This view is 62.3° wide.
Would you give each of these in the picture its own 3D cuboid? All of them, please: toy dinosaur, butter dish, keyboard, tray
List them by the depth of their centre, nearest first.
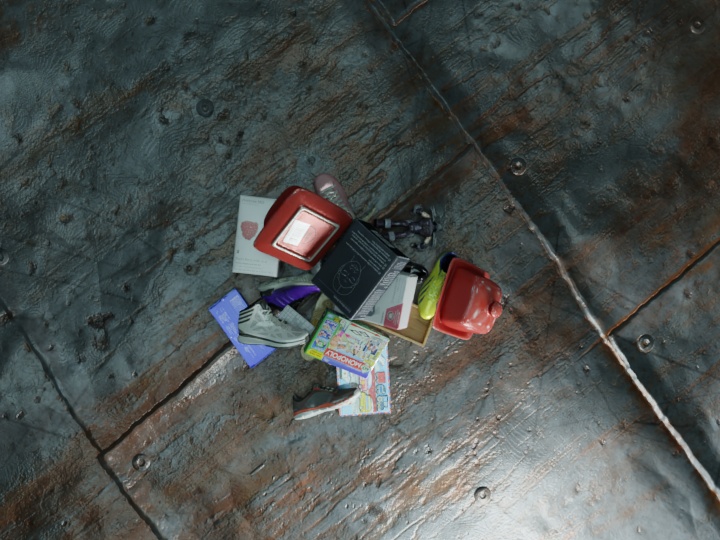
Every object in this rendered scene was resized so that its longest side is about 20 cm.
[{"bbox_3d":[-0.156,-0.132,1.499,0.198,0.149,0.200,24,118,-41],"label":"butter dish"},{"bbox_3d":[-0.037,-0.097,1.570,0.196,0.048,0.089,-19,109,11],"label":"toy dinosaur"},{"bbox_3d":[0.313,0.090,1.596,0.198,0.146,0.204,21,86,-44],"label":"butter dish"},{"bbox_3d":[-0.138,0.175,1.612,0.199,0.011,0.056,40,108,-10],"label":"keyboard"},{"bbox_3d":[0.103,0.128,1.668,0.197,0.037,0.100,23,88,-2],"label":"tray"}]

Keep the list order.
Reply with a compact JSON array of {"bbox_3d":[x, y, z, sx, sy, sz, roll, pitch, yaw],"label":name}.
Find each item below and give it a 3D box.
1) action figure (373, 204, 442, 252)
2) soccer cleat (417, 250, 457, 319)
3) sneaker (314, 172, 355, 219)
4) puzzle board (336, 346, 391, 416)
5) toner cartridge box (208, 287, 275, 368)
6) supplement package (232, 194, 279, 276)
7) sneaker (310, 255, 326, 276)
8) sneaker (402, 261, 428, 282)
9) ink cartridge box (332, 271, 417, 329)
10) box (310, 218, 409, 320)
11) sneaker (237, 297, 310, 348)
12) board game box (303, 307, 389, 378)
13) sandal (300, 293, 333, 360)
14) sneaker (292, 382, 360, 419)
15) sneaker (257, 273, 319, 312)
[{"bbox_3d":[0.139,-0.119,1.661,0.195,0.069,0.133,-3,82,-8],"label":"action figure"},{"bbox_3d":[0.212,0.036,1.638,0.064,0.084,0.203,26,76,-3],"label":"soccer cleat"},{"bbox_3d":[-0.065,-0.180,1.627,0.074,0.105,0.203,-26,90,-1],"label":"sneaker"},{"bbox_3d":[0.008,0.303,1.668,0.147,0.017,0.205,-3,89,-4],"label":"puzzle board"},{"bbox_3d":[-0.320,0.157,1.634,0.094,0.043,0.202,-35,92,-5],"label":"toner cartridge box"},{"bbox_3d":[-0.270,-0.090,1.603,0.118,0.120,0.205,6,88,-3],"label":"supplement package"},{"bbox_3d":[-0.147,-0.063,1.646,0.080,0.075,0.204,-15,85,12],"label":"sneaker"},{"bbox_3d":[0.090,-0.002,1.642,0.195,0.088,0.078,1,89,-3],"label":"sneaker"},{"bbox_3d":[0.037,0.061,1.587,0.196,0.084,0.149,14,96,23],"label":"ink cartridge box"},{"bbox_3d":[0.000,0.000,1.500,0.148,0.107,0.201,42,102,18],"label":"box"},{"bbox_3d":[-0.230,0.136,1.560,0.196,0.076,0.118,2,106,6],"label":"sneaker"},{"bbox_3d":[-0.036,0.197,1.598,0.197,0.029,0.136,25,104,-21],"label":"board game box"},{"bbox_3d":[-0.105,0.149,1.636,0.076,0.070,0.215,24,88,-3],"label":"sandal"},{"bbox_3d":[-0.099,0.343,1.628,0.196,0.077,0.083,-18,73,2],"label":"sneaker"},{"bbox_3d":[-0.181,0.071,1.615,0.196,0.069,0.102,-6,104,25],"label":"sneaker"}]
